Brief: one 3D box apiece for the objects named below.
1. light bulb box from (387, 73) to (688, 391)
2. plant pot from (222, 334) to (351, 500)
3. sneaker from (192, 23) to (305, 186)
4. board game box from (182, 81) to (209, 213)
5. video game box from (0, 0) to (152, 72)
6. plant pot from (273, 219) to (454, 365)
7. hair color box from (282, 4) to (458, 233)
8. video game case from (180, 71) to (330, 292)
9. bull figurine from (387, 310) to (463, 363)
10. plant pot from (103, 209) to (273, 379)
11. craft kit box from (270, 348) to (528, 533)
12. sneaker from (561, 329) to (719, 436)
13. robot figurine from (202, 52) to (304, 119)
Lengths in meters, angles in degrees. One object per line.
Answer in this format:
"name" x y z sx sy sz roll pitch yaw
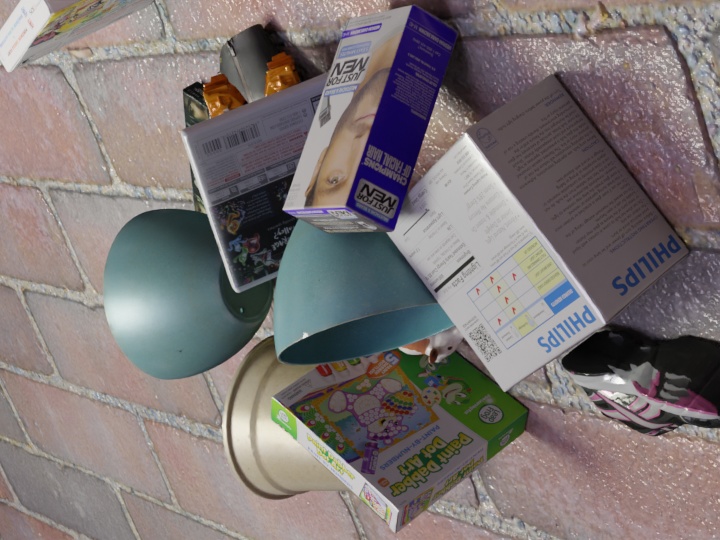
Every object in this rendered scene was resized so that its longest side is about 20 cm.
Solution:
"light bulb box" 0.151 -0.029 1.397 0.201 0.124 0.198 53 149 5
"plant pot" -0.028 0.179 1.816 0.182 0.200 0.202 3 122 42
"sneaker" -0.135 -0.178 1.712 0.200 0.075 0.107 -39 79 38
"board game box" -0.155 -0.112 1.861 0.135 0.028 0.201 35 144 31
"video game box" -0.293 -0.302 1.711 0.047 0.199 0.182 60 149 -4
"plant pot" 0.000 0.000 1.541 0.200 0.198 0.136 -37 64 60
"hair color box" 0.009 -0.137 1.437 0.064 0.202 0.109 24 167 -32
"video game case" -0.064 -0.095 1.583 0.023 0.199 0.183 -135 25 -60
"bull figurine" 0.023 0.026 1.675 0.198 0.065 0.123 13 113 28
"plant pot" -0.180 0.021 1.813 0.134 0.200 0.202 -8 113 38
"craft kit box" 0.041 0.154 1.658 0.197 0.199 0.049 39 145 26
"sneaker" 0.277 0.112 1.415 0.200 0.080 0.087 19 146 58
"robot figurine" -0.083 -0.119 1.624 0.058 0.144 0.201 -95 -14 -59
